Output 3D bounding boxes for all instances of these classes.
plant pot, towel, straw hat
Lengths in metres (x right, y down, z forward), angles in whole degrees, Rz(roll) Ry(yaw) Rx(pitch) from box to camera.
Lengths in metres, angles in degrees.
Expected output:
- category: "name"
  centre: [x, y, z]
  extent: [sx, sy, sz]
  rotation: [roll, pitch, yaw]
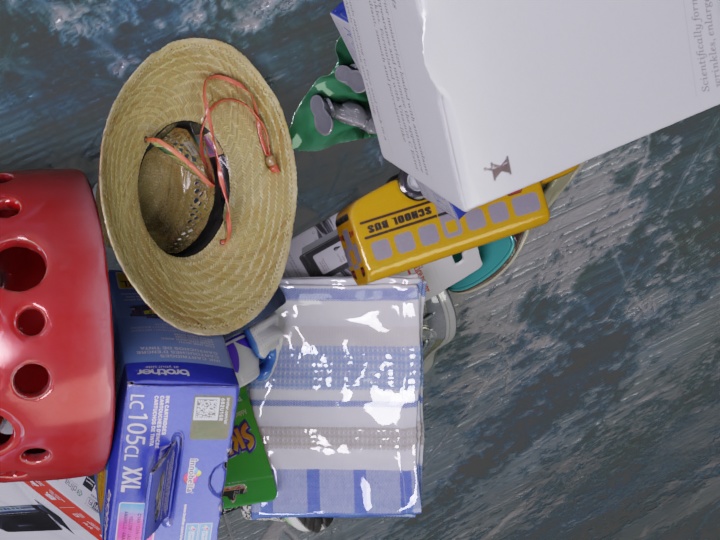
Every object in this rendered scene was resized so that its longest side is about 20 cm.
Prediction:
- category: "plant pot"
  centre: [-0.258, 0.036, 0.897]
  extent: [0.182, 0.201, 0.201]
  rotation: [-2, 145, -18]
- category: "towel"
  centre: [-0.018, 0.102, 1.155]
  extent: [0.146, 0.201, 0.024]
  rotation: [1, 176, -4]
- category: "straw hat"
  centre: [-0.132, -0.053, 0.953]
  extent: [0.085, 0.202, 0.201]
  rotation: [-5, 170, 35]

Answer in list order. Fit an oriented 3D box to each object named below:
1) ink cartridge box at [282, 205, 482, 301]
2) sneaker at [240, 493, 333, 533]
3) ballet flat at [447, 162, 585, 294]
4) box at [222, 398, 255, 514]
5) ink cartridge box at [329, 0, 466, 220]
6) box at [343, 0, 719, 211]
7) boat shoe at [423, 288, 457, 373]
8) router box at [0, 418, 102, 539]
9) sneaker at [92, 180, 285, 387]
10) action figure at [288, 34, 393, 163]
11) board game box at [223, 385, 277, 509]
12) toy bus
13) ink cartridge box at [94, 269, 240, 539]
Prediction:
- category: "ink cartridge box"
  centre: [0.000, 0.000, 1.238]
  extent: [0.199, 0.068, 0.116]
  rotation: [-29, 155, -1]
- category: "sneaker"
  centre: [-0.056, 0.146, 1.251]
  extent: [0.088, 0.200, 0.077]
  rotation: [-10, 124, 26]
- category: "ballet flat"
  centre: [0.140, -0.054, 1.298]
  extent: [0.069, 0.070, 0.200]
  rotation: [-5, 144, -41]
- category: "box"
  centre: [-0.186, 0.145, 1.244]
  extent: [0.148, 0.125, 0.200]
  rotation: [-20, 153, -20]
- category: "ink cartridge box"
  centre: [0.059, -0.134, 1.003]
  extent: [0.094, 0.044, 0.200]
  rotation: [-44, 139, -11]
- category: "box"
  centre: [0.101, -0.174, 0.868]
  extent: [0.199, 0.131, 0.200]
  rotation: [-22, 117, -15]
- category: "boat shoe"
  centre: [0.042, 0.056, 1.378]
  extent: [0.065, 0.075, 0.202]
  rotation: [-24, 160, -21]
- category: "router box"
  centre: [-0.260, 0.175, 1.115]
  extent: [0.179, 0.049, 0.200]
  rotation: [-11, 134, 40]
- category: "sneaker"
  centre: [-0.115, 0.013, 1.056]
  extent: [0.080, 0.147, 0.200]
  rotation: [-31, 154, 3]
- category: "action figure"
  centre: [0.037, -0.121, 1.087]
  extent: [0.118, 0.055, 0.200]
  rotation: [-47, 153, 25]
- category: "board game box"
  centre: [-0.134, 0.095, 1.123]
  extent: [0.095, 0.201, 0.030]
  rotation: [0, 152, -45]
- category: "toy bus"
  centre: [0.082, -0.056, 1.144]
  extent: [0.199, 0.079, 0.065]
  rotation: [-18, 178, -12]
- category: "ink cartridge box"
  centre: [-0.132, 0.102, 0.940]
  extent: [0.076, 0.200, 0.137]
  rotation: [3, 113, -18]
